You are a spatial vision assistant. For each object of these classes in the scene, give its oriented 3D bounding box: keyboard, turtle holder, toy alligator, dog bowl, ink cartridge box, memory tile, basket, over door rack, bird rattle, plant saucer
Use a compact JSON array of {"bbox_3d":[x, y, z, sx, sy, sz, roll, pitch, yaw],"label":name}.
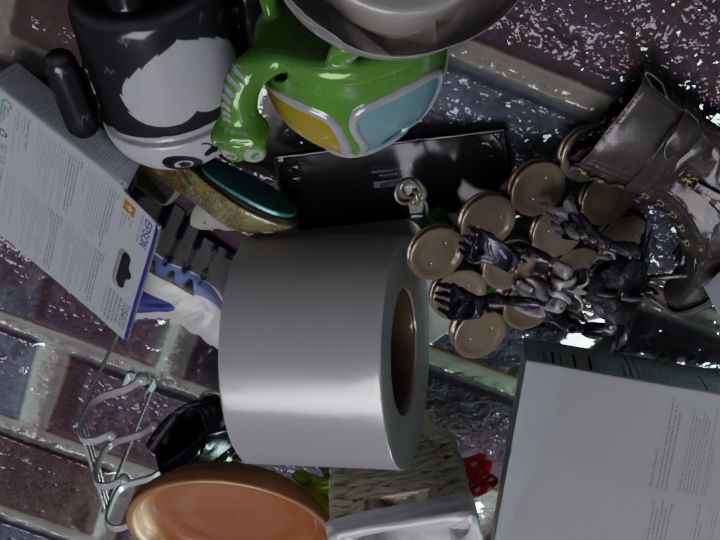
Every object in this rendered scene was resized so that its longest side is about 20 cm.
[{"bbox_3d":[0.025,-0.100,1.236,0.199,0.021,0.127,-6,123,6],"label":"keyboard"},{"bbox_3d":[-0.014,-0.147,1.101,0.141,0.186,0.132,17,139,22],"label":"turtle holder"},{"bbox_3d":[0.076,-0.023,1.252,0.059,0.054,0.200,-38,127,2],"label":"toy alligator"},{"bbox_3d":[0.022,-0.236,1.004,0.200,0.201,0.059,19,168,-5],"label":"dog bowl"},{"bbox_3d":[-0.252,-0.056,1.291,0.200,0.041,0.200,40,144,9],"label":"ink cartridge box"},{"bbox_3d":[0.143,-0.022,1.236,0.200,0.017,0.153,-33,127,-1],"label":"memory tile"},{"bbox_3d":[0.048,0.260,1.336,0.135,0.123,0.200,-10,124,3],"label":"basket"},{"bbox_3d":[-0.225,0.132,1.436,0.066,0.200,0.148,-2,134,3],"label":"over door rack"},{"bbox_3d":[0.029,0.186,1.445,0.199,0.163,0.113,-10,142,-7],"label":"bird rattle"},{"bbox_3d":[-0.120,0.236,1.389,0.200,0.038,0.200,5,143,4],"label":"plant saucer"}]

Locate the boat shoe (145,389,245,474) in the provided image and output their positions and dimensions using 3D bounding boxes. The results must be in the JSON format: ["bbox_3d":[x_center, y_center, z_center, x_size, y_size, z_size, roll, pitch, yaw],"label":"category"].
[{"bbox_3d":[-0.117,0.138,1.417,0.075,0.200,0.093,40,170,27],"label":"boat shoe"}]

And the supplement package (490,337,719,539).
[{"bbox_3d":[0.231,0.178,1.336,0.199,0.147,0.192,10,97,5],"label":"supplement package"}]

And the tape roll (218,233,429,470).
[{"bbox_3d":[-0.027,0.068,1.257,0.139,0.203,0.203,0,135,13],"label":"tape roll"}]

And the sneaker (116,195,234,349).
[{"bbox_3d":[-0.171,0.021,1.398,0.199,0.081,0.115,44,133,-19],"label":"sneaker"}]

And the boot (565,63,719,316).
[{"bbox_3d":[0.247,-0.064,1.199,0.174,0.069,0.200,20,126,-11],"label":"boot"}]

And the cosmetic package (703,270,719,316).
[{"bbox_3d":[0.392,0.035,1.207,0.200,0.071,0.101,23,122,-34],"label":"cosmetic package"}]

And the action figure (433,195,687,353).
[{"bbox_3d":[0.163,0.001,1.186,0.200,0.102,0.119,4,115,-29],"label":"action figure"}]

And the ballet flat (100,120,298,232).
[{"bbox_3d":[-0.143,-0.074,1.256,0.200,0.071,0.071,33,138,12],"label":"ballet flat"}]

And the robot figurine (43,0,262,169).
[{"bbox_3d":[-0.157,-0.173,1.151,0.150,0.125,0.200,1,133,12],"label":"robot figurine"}]

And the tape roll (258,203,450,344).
[{"bbox_3d":[0.000,0.000,1.352,0.202,0.037,0.203,7,135,7],"label":"tape roll"}]
